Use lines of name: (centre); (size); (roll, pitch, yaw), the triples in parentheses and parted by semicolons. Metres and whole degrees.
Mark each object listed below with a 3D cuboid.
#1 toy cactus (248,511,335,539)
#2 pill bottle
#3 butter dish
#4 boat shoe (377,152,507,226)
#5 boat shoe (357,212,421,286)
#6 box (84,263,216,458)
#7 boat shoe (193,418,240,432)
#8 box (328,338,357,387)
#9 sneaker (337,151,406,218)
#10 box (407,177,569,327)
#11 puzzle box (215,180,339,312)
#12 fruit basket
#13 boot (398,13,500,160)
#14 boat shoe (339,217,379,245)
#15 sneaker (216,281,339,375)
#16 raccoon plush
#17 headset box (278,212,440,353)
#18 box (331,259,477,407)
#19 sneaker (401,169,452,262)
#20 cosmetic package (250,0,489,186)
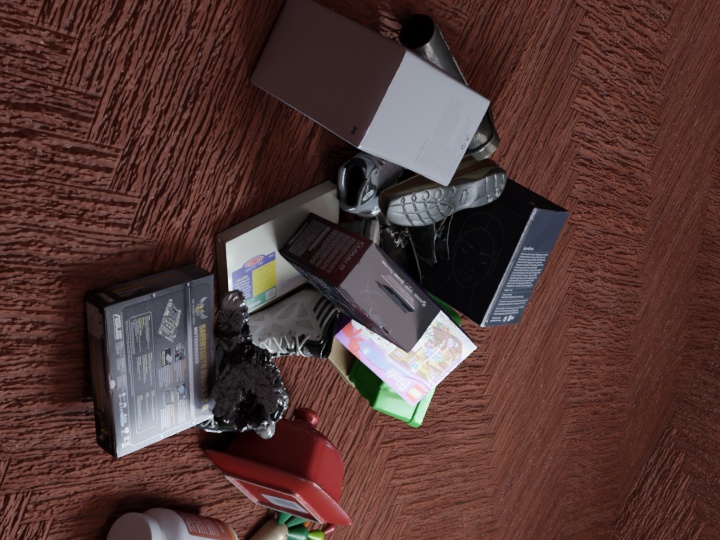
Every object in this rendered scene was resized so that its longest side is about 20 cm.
toy cactus: (-0.110, 0.432, 1.639); (0.164, 0.102, 0.201); (-32, 148, -16)
pill bottle: (-0.270, 0.404, 1.388); (0.113, 0.112, 0.200); (-55, 145, -1)
butter dish: (-0.104, 0.279, 1.461); (0.150, 0.197, 0.200); (-67, 151, -26)
boat shoe: (0.110, -0.120, 1.360); (0.197, 0.074, 0.076); (-14, 143, -26)
boat shoe: (0.049, -0.050, 1.439); (0.068, 0.056, 0.202); (-40, 131, -25)
box: (-0.253, 0.109, 1.190); (0.157, 0.048, 0.203); (-20, 120, -43)
boat shoe: (-0.200, 0.188, 1.343); (0.198, 0.060, 0.077); (3, 117, -51)
box: (0.001, 0.081, 1.538); (0.164, 0.021, 0.200); (-50, 145, -11)
sneaker: (0.029, -0.161, 1.308); (0.202, 0.074, 0.115); (-64, 163, 12)
box: (0.183, -0.049, 1.501); (0.123, 0.199, 0.199); (-2, 119, -52)
puzzle box: (-0.109, -0.028, 1.312); (0.199, 0.025, 0.135); (-29, 137, -34)
fruit basket: (0.099, 0.132, 1.568); (0.213, 0.155, 0.219); (-14, 122, -24)
boot: (0.114, -0.265, 1.339); (0.072, 0.182, 0.200); (-39, 119, 9)
boat shoe: (0.000, 0.000, 1.417); (0.202, 0.056, 0.067); (87, 13, -46)
sneaker: (-0.112, 0.095, 1.328); (0.200, 0.115, 0.076); (-38, 142, -24)
raccoon plush: (-0.135, 0.125, 1.276); (0.134, 0.095, 0.204); (-29, 123, -85)
headset box: (0.002, 0.016, 1.250); (0.075, 0.199, 0.149); (-50, 121, -8)
box: (0.064, 0.096, 1.420); (0.137, 0.039, 0.200); (-43, 123, 5)
sneaker: (0.108, -0.122, 1.433); (0.059, 0.104, 0.203); (-14, 128, -44)
cosmetic package: (0.013, -0.216, 1.156); (0.199, 0.198, 0.124); (11, 110, -54)
